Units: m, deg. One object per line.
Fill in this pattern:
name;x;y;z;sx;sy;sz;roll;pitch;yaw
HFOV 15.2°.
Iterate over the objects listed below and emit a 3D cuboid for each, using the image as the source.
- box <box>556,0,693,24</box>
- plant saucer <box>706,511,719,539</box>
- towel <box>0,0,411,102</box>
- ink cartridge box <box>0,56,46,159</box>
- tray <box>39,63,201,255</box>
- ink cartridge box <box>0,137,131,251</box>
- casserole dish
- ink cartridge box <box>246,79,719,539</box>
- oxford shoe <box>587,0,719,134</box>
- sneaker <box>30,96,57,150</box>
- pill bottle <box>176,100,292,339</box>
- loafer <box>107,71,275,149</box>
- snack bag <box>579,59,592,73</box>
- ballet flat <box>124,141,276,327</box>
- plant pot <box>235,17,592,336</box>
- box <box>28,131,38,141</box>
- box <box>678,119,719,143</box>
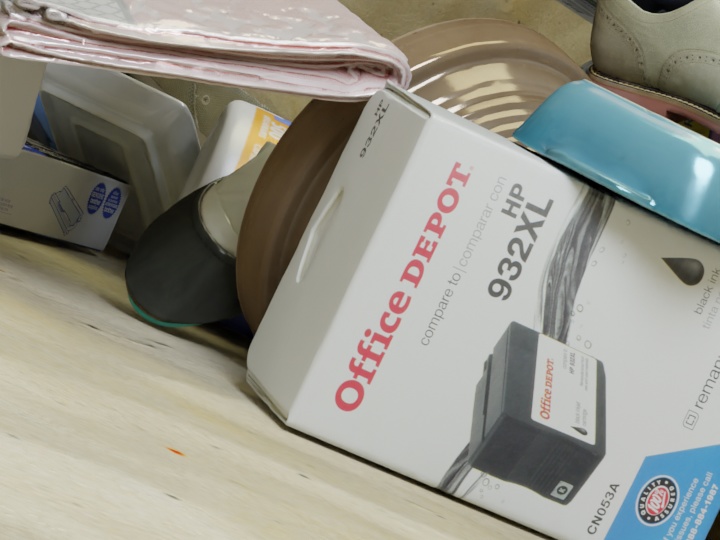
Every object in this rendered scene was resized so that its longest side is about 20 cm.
box;0.178;-0.138;1.444;0.156;0.041;0.200;29;0;-29
plant saucer;0.265;0.160;1.392;0.199;0.049;0.200;25;3;-9
towel;-0.097;-0.128;1.210;0.190;0.032;0.200;6;21;-26
ink cartridge box;-0.260;-0.123;1.239;0.199;0.083;0.147;6;20;-40
tray;-0.132;-0.054;1.505;0.107;0.022;0.200;26;-23;18
ink cartridge box;-0.204;-0.057;1.403;0.094;0.044;0.200;24;2;19
casserole dish;0.147;-0.040;1.185;0.121;0.039;0.200;29;7;29
ink cartridge box;0.073;0.028;1.162;0.199;0.145;0.084;24;6;-19
oxford shoe;0.189;-0.101;1.266;0.199;0.074;0.071;10;22;34
sneaker;-0.110;-0.078;1.583;0.200;0.082;0.074;31;37;-2
pill bottle;0.000;0.000;1.414;0.199;0.112;0.112;24;3;-8
loafer;-0.115;-0.114;1.478;0.076;0.068;0.200;10;-32;43
snack bag;0.042;-0.053;1.553;0.188;0.200;0.021;-28;81;-39
ballet flat;-0.028;-0.035;1.303;0.200;0.068;0.068;-24;67;-39
plant pot;0.049;-0.008;1.261;0.201;0.201;0.093;22;18;-46
box;-0.177;-0.062;1.706;0.158;0.048;0.200;23;3;-16
box;0.234;0.016;1.387;0.200;0.177;0.097;6;7;-45
